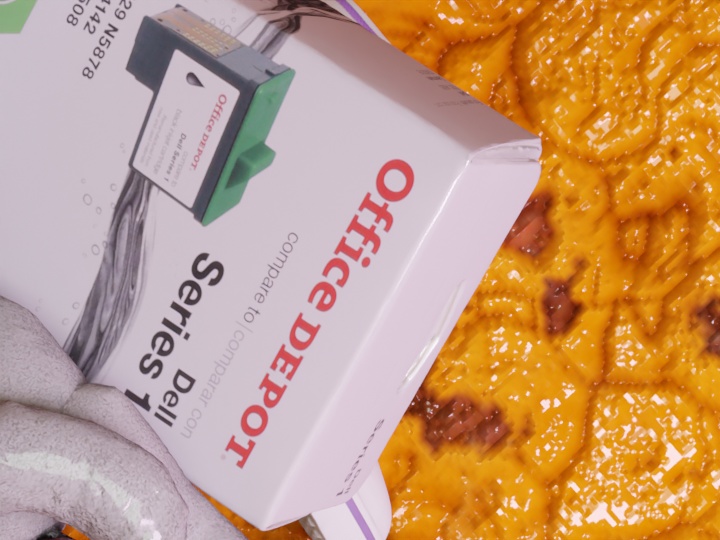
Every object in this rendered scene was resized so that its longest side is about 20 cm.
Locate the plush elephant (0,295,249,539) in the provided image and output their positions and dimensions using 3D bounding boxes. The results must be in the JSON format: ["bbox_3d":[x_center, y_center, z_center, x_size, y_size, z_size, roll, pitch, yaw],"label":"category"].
[{"bbox_3d":[-0.146,0.082,0.916,0.155,0.164,0.201,-47,126,-37],"label":"plush elephant"}]

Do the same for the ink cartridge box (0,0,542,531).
[{"bbox_3d":[-0.062,-0.030,0.985,0.199,0.084,0.147,32,104,14],"label":"ink cartridge box"}]

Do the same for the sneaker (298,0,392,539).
[{"bbox_3d":[0.000,0.000,1.065,0.114,0.073,0.202,-19,97,-9],"label":"sneaker"}]
